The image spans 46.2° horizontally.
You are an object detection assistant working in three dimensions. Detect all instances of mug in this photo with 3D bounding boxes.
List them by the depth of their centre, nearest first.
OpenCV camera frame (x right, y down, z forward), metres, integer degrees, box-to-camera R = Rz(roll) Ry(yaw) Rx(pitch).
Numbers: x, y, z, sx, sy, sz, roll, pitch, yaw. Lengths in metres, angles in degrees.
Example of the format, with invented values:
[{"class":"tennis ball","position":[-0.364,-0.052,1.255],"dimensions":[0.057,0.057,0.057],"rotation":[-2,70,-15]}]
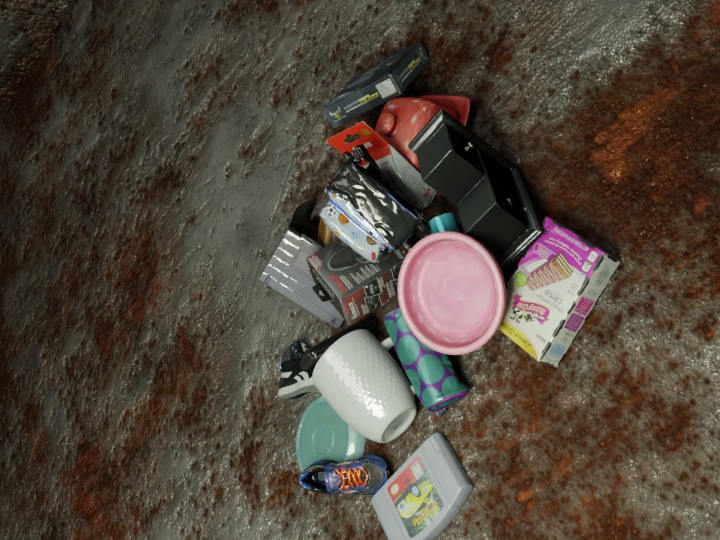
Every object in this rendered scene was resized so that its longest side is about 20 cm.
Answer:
[{"class":"mug","position":[0.036,0.206,1.566],"dimensions":[0.199,0.148,0.176],"rotation":[-39,61,-8]}]

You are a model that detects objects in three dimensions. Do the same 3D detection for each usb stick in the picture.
[{"class":"usb stick","position":[-0.040,0.138,1.625],"dimensions":[0.033,0.198,0.056],"rotation":[51,132,13]}]

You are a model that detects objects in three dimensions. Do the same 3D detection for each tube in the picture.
[{"class":"tube","position":[0.170,0.003,1.454],"dimensions":[0.077,0.050,0.204],"rotation":[-30,70,37]}]

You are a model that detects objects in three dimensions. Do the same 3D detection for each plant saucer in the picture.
[{"class":"plant saucer","position":[0.157,0.036,1.411],"dimensions":[0.197,0.050,0.206],"rotation":[6,101,33]},{"class":"plant saucer","position":[-0.069,0.342,1.702],"dimensions":[0.198,0.027,0.205],"rotation":[-17,66,42]}]

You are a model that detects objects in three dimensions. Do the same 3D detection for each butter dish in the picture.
[{"class":"butter dish","position":[0.090,-0.264,1.650],"dimensions":[0.198,0.146,0.204],"rotation":[14,87,47]}]

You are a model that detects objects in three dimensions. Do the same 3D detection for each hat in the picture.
[{"class":"hat","position":[-0.124,-0.052,1.833],"dimensions":[0.080,0.200,0.203],"rotation":[31,102,8]}]

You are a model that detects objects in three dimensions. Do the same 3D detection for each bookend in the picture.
[{"class":"bookend","position":[0.191,-0.141,1.427],"dimensions":[0.092,0.198,0.201],"rotation":[-44,29,27]}]

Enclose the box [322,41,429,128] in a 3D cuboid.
[{"class":"box","position":[0.032,-0.387,1.763],"dimensions":[0.198,0.051,0.158],"rotation":[-18,25,42]}]

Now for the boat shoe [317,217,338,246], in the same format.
[{"class":"boat shoe","position":[-0.059,-0.023,1.778],"dimensions":[0.071,0.069,0.204],"rotation":[-125,43,-55]}]

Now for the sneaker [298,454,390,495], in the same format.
[{"class":"sneaker","position":[-0.032,0.394,1.589],"dimensions":[0.197,0.078,0.077],"rotation":[-15,82,30]}]

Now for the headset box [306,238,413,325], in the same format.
[{"class":"headset box","position":[0.000,0.000,1.635],"dimensions":[0.198,0.078,0.149],"rotation":[-30,45,-12]}]

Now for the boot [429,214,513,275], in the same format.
[{"class":"boot","position":[0.165,0.005,1.531],"dimensions":[0.211,0.079,0.160],"rotation":[44,109,44]}]

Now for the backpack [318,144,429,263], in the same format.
[{"class":"backpack","position":[0.017,-0.109,1.542],"dimensions":[0.200,0.191,0.154],"rotation":[45,99,-2]}]

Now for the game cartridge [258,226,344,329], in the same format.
[{"class":"game cartridge","position":[-0.094,0.014,1.733],"dimensions":[0.131,0.198,0.038],"rotation":[-56,8,11]}]

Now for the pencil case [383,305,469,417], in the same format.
[{"class":"pencil case","position":[0.117,0.152,1.507],"dimensions":[0.085,0.091,0.203],"rotation":[-50,56,42]}]

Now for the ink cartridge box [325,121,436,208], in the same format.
[{"class":"ink cartridge box","position":[0.030,-0.188,1.626],"dimensions":[0.161,0.199,0.051],"rotation":[-10,47,60]}]

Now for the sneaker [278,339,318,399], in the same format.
[{"class":"sneaker","position":[-0.105,0.194,1.754],"dimensions":[0.198,0.072,0.114],"rotation":[-22,63,42]}]

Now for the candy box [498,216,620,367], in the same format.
[{"class":"candy box","position":[0.312,0.034,1.381],"dimensions":[0.136,0.060,0.203],"rotation":[40,106,46]}]

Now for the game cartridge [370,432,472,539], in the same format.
[{"class":"game cartridge","position":[0.107,0.403,1.493],"dimensions":[0.201,0.040,0.134],"rotation":[-51,50,22]}]
